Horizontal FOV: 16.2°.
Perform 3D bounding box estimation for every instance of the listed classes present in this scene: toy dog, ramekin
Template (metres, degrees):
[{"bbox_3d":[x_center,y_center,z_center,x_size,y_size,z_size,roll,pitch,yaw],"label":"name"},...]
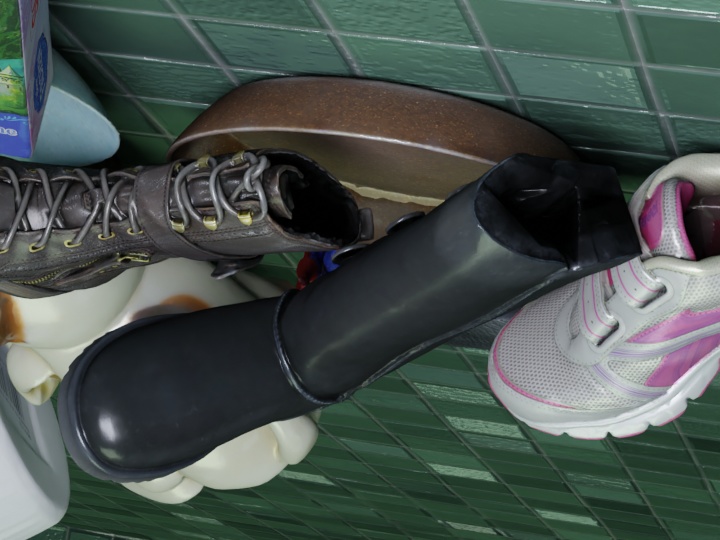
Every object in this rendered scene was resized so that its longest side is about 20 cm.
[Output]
[{"bbox_3d":[-0.123,0.026,1.259,0.200,0.140,0.194,42,-177,-31],"label":"toy dog"},{"bbox_3d":[-0.253,0.085,1.540,0.097,0.202,0.201,-21,164,3],"label":"ramekin"}]

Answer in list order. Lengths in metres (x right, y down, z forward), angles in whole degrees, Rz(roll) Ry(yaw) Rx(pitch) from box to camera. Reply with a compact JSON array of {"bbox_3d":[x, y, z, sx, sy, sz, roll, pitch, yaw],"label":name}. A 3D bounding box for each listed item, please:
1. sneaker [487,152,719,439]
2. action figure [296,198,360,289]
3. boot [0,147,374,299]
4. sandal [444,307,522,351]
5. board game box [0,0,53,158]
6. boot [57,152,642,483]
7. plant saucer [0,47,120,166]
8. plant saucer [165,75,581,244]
[{"bbox_3d":[0.129,-0.001,1.042,0.199,0.082,0.088,-30,134,25],"label":"sneaker"},{"bbox_3d":[0.000,0.000,1.297,0.065,0.052,0.200,7,171,-4],"label":"action figure"},{"bbox_3d":[-0.106,-0.030,1.040,0.173,0.070,0.200,-6,172,31],"label":"boot"},{"bbox_3d":[0.062,0.015,1.344,0.076,0.043,0.200,25,173,-26],"label":"sandal"},{"bbox_3d":[-0.208,-0.114,0.866,0.198,0.041,0.200,10,156,0],"label":"board game box"},{"bbox_3d":[-0.006,0.019,1.013,0.199,0.066,0.164,-24,178,44],"label":"boot"},{"bbox_3d":[-0.195,-0.090,1.061,0.199,0.039,0.201,9,168,2],"label":"plant saucer"},{"bbox_3d":[0.015,-0.045,1.103,0.199,0.035,0.200,10,167,2],"label":"plant saucer"}]
